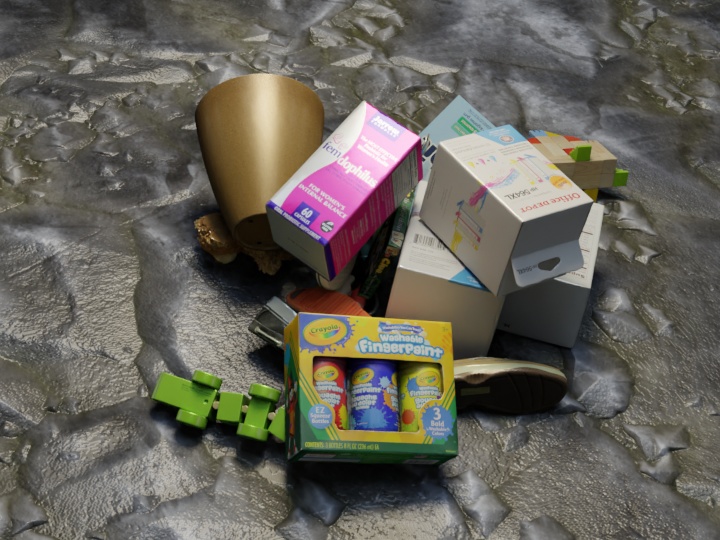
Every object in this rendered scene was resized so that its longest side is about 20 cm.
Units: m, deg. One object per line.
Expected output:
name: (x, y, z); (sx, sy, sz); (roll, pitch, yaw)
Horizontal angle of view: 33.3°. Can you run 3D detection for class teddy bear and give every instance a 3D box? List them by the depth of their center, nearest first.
teddy bear: (-0.140, -0.045, 1.736); (0.199, 0.067, 0.145); (-19, 52, -39)

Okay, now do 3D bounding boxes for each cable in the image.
cable: (0.000, 0.000, 1.695); (0.097, 0.050, 0.201); (17, 51, 11)

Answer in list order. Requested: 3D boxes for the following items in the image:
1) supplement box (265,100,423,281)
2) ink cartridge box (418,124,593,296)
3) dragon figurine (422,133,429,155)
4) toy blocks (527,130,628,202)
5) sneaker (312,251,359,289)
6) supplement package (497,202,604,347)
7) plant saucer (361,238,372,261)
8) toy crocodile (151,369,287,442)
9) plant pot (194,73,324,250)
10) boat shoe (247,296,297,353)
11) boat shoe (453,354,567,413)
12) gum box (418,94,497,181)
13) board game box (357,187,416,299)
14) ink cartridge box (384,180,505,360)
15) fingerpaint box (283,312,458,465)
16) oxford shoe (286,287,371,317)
supplement box: (-0.017, -0.104, 1.558); (0.101, 0.104, 0.200); (34, 69, 19)
ink cartridge box: (0.192, -0.072, 1.543); (0.128, 0.126, 0.200); (-17, 48, -32)
dragon figurine: (0.007, -0.151, 1.793); (0.099, 0.200, 0.059); (39, 30, -31)
toy blocks: (0.318, -0.182, 1.964); (0.199, 0.100, 0.137); (-5, 30, -17)
sneaker: (-0.045, -0.039, 1.665); (0.079, 0.079, 0.200); (4, 31, 16)
supplement package: (0.271, -0.007, 1.715); (0.117, 0.117, 0.200); (15, 41, 7)
plant saucer: (-0.004, -0.076, 1.824); (0.069, 0.019, 0.201); (0, 40, -11)
toy crocodile: (-0.161, 0.169, 1.475); (0.199, 0.062, 0.068); (12, 75, 12)
plant pot: (-0.135, -0.136, 1.668); (0.185, 0.187, 0.201); (0, 57, -10)
boat shoe: (-0.059, 0.118, 1.556); (0.200, 0.071, 0.064); (38, 80, 19)
boat shoe: (0.168, 0.137, 1.570); (0.199, 0.072, 0.076); (2, 29, -7)
gum box: (0.135, -0.143, 1.817); (0.200, 0.045, 0.170); (-44, 53, 2)
board game box: (0.042, -0.059, 1.688); (0.023, 0.105, 0.201); (23, 40, -6)
ink cartridge box: (0.122, 0.003, 1.649); (0.146, 0.147, 0.200); (14, 40, 2)
fingerpaint box: (0.012, 0.144, 1.449); (0.199, 0.073, 0.168); (5, 69, -18)
oxford shoe: (-0.016, 0.088, 1.583); (0.199, 0.073, 0.071); (28, 39, 22)
